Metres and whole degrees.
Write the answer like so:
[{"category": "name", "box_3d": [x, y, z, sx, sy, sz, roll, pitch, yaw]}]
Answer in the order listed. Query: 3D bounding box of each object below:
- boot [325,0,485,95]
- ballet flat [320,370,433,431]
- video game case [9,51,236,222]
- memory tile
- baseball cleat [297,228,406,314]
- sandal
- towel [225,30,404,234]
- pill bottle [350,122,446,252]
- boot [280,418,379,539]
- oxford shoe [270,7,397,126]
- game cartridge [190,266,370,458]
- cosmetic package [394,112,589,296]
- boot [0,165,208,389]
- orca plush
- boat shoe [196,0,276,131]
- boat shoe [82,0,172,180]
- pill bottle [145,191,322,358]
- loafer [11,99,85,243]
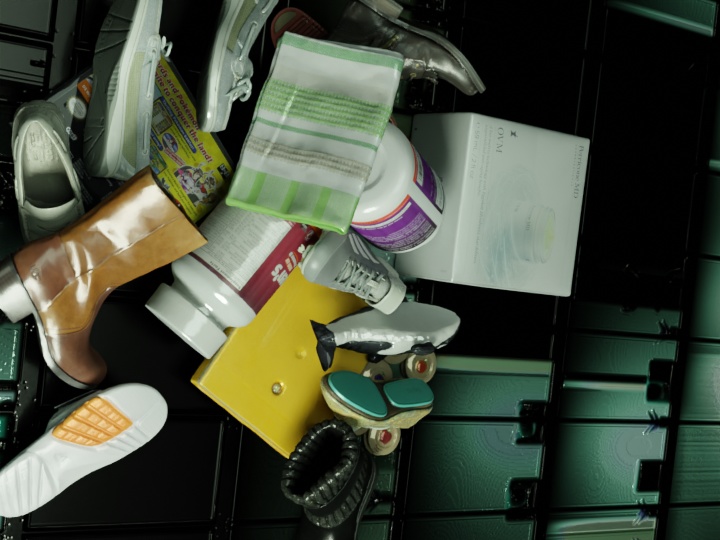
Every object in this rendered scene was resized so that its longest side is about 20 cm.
[{"category": "boot", "box_3d": [0.019, -0.203, 1.312, 0.199, 0.069, 0.175, 35, 102, -6]}, {"category": "ballet flat", "box_3d": [0.010, 0.159, 1.386, 0.199, 0.070, 0.072, 8, 90, -52]}, {"category": "video game case", "box_3d": [-0.240, -0.123, 1.254, 0.180, 0.025, 0.201, -41, 114, -24]}, {"category": "memory tile", "box_3d": [0.002, 0.120, 1.446, 0.200, 0.017, 0.154, 39, 73, -30]}, {"category": "baseball cleat", "box_3d": [0.000, 0.000, 1.302, 0.106, 0.200, 0.070, 38, 101, 11]}, {"category": "sandal", "box_3d": [-0.300, 0.172, 1.226, 0.205, 0.059, 0.080, -32, 122, -5]}, {"category": "towel", "box_3d": [-0.049, -0.147, 1.231, 0.031, 0.148, 0.202, 49, 57, -65]}, {"category": "pill bottle", "box_3d": [0.029, -0.087, 1.317, 0.114, 0.111, 0.200, -70, 158, -8]}, {"category": "boot", "box_3d": [-0.047, 0.281, 1.347, 0.158, 0.079, 0.213, 59, 45, -69]}, {"category": "oxford shoe", "box_3d": [-0.031, -0.219, 1.372, 0.070, 0.075, 0.201, -34, 104, 15]}, {"category": "game cartridge", "box_3d": [-0.077, 0.093, 1.365, 0.176, 0.032, 0.201, 43, 69, -29]}, {"category": "cosmetic package", "box_3d": [0.166, -0.080, 1.474, 0.198, 0.122, 0.202, 6, 91, -35]}, {"category": "boot", "box_3d": [-0.244, 0.011, 1.187, 0.199, 0.069, 0.189, -32, 124, -3]}, {"category": "orca plush", "box_3d": [0.026, 0.090, 1.374, 0.199, 0.105, 0.072, -18, 138, -44]}, {"category": "boat shoe", "box_3d": [-0.127, -0.238, 1.262, 0.064, 0.074, 0.204, 17, 67, -13]}, {"category": "boat shoe", "box_3d": [-0.230, -0.192, 1.200, 0.064, 0.074, 0.205, 8, 92, -38]}, {"category": "pill bottle", "box_3d": [-0.134, -0.011, 1.280, 0.110, 0.109, 0.201, 44, 78, -28]}, {"category": "loafer", "box_3d": [-0.308, -0.065, 1.169, 0.069, 0.070, 0.202, -9, 113, -6]}]
